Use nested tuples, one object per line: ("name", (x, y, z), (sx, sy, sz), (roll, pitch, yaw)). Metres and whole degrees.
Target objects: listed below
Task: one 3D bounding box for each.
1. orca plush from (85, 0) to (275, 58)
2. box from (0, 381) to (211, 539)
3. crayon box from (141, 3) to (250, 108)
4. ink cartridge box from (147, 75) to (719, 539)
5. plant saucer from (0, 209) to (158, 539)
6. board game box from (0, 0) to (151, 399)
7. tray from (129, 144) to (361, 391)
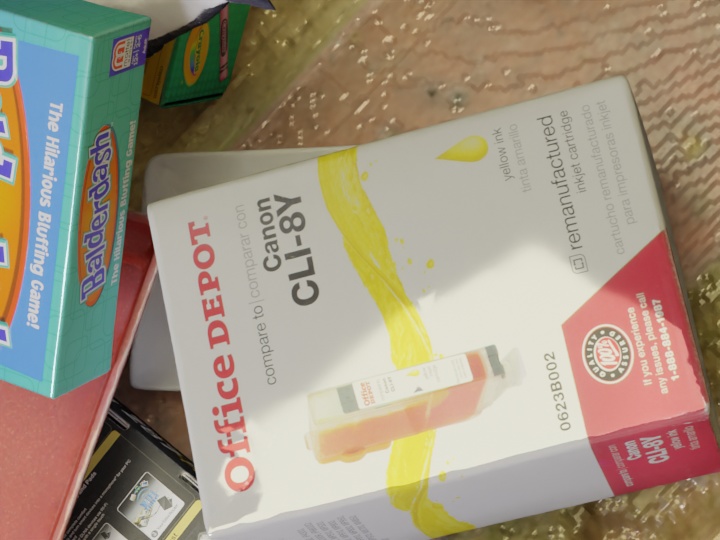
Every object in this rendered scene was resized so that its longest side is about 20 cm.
("orca plush", (-0.113, -0.132, 1.085), (0.200, 0.105, 0.071), (-21, 49, 53))
("box", (-0.137, 0.157, 1.112), (0.161, 0.049, 0.200), (36, 90, 21))
("crayon box", (-0.094, -0.185, 1.140), (0.119, 0.058, 0.200), (25, 110, 23))
("ink cartridge box", (0.029, 0.025, 1.037), (0.200, 0.083, 0.145), (-15, 70, 8))
("plant saucer", (-0.191, 0.053, 1.114), (0.199, 0.037, 0.200), (16, 82, 23))
("board game box", (-0.186, -0.051, 1.060), (0.200, 0.045, 0.152), (17, 112, 23))
("tray", (0.000, 0.000, 1.121), (0.200, 0.022, 0.108), (-1, 76, 18))
